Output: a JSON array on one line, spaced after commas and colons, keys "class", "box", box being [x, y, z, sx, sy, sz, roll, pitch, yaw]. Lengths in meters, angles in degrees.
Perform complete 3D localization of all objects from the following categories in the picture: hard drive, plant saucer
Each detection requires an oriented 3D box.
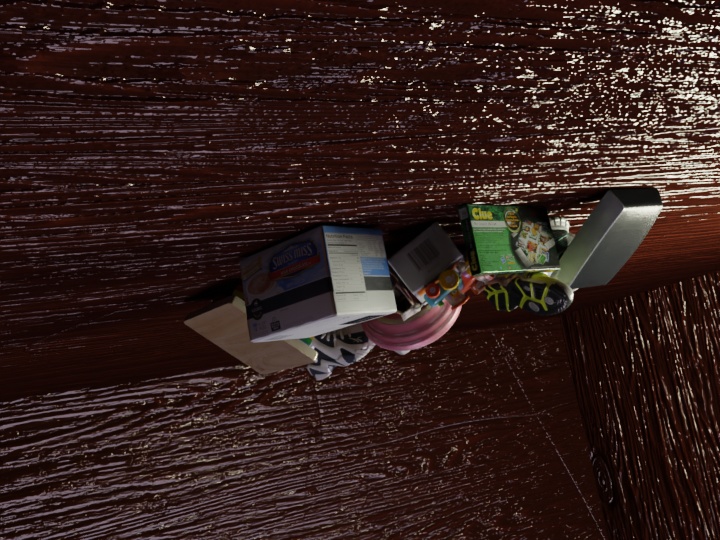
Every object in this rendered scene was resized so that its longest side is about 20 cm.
[{"class": "hard drive", "box": [0.409, -0.047, 1.333, 0.134, 0.042, 0.201, -5, 137, -33]}, {"class": "plant saucer", "box": [0.088, 0.053, 1.482, 0.199, 0.202, 0.051, -13, 135, 16]}]

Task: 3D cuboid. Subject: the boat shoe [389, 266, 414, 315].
[{"class": "boat shoe", "box": [0.030, 0.024, 1.337, 0.072, 0.072, 0.200, -41, 137, 7]}]

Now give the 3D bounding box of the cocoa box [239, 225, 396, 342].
[{"class": "cocoa box", "box": [-0.067, 0.022, 1.208, 0.199, 0.133, 0.133, -19, 167, 42]}]

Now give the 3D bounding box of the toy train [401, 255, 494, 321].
[{"class": "toy train", "box": [0.160, 0.029, 1.287, 0.199, 0.056, 0.150, -31, 164, -40]}]

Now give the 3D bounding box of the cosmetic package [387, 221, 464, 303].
[{"class": "cosmetic package", "box": [0.115, -0.007, 1.331, 0.101, 0.071, 0.200, -38, 168, 4]}]

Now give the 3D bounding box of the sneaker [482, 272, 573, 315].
[{"class": "sneaker", "box": [0.278, 0.022, 1.311, 0.076, 0.076, 0.200, -41, -160, -19]}]

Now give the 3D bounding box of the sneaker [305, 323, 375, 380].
[{"class": "sneaker", "box": [-0.056, 0.118, 1.558, 0.199, 0.130, 0.080, -32, -162, 36]}]

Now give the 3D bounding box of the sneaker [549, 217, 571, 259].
[{"class": "sneaker", "box": [0.297, -0.039, 1.365, 0.199, 0.092, 0.078, -5, 153, -33]}]

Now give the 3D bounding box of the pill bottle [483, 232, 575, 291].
[{"class": "pill bottle", "box": [0.322, -0.011, 1.498, 0.199, 0.121, 0.119, -3, 168, -37]}]

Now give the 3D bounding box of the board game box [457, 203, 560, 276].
[{"class": "board game box", "box": [0.230, -0.047, 1.226, 0.199, 0.106, 0.023, -2, 170, -42]}]

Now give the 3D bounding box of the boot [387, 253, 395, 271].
[{"class": "boot", "box": [0.000, 0.001, 1.408, 0.143, 0.071, 0.201, -22, 166, 8]}]

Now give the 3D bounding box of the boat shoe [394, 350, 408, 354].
[{"class": "boat shoe", "box": [0.121, 0.074, 1.540, 0.072, 0.201, 0.069, 20, 159, 35]}]

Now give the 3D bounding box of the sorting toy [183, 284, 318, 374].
[{"class": "sorting toy", "box": [-0.198, 0.104, 1.506, 0.198, 0.070, 0.199, 37, 148, -23]}]

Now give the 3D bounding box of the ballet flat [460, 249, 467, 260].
[{"class": "ballet flat", "box": [0.221, -0.018, 1.557, 0.064, 0.076, 0.200, -46, 164, 15]}]
